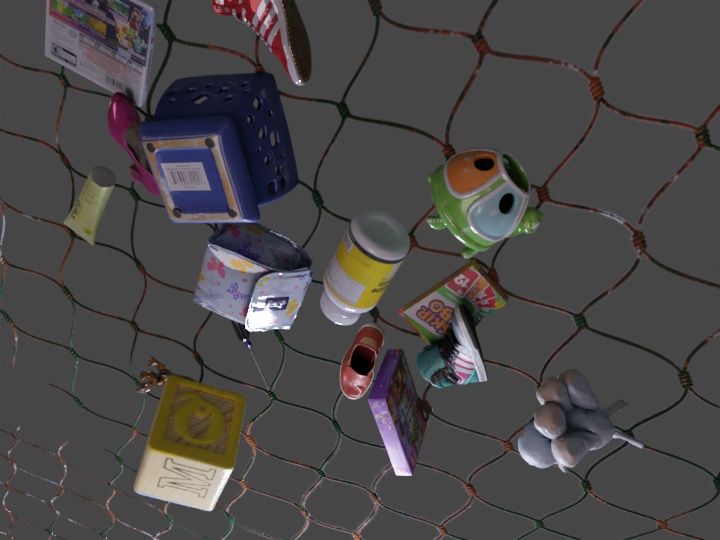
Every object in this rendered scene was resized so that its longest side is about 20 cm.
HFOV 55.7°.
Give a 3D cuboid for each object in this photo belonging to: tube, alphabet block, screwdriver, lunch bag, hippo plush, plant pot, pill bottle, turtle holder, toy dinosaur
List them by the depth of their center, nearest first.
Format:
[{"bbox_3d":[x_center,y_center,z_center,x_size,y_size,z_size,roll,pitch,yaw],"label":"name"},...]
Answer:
[{"bbox_3d":[0.193,-0.098,1.022,0.131,0.142,0.186,-32,107,35],"label":"turtle holder"},{"bbox_3d":[-0.233,-0.188,1.107,0.194,0.181,0.204,2,126,20],"label":"plant pot"},{"bbox_3d":[0.000,0.000,1.188,0.110,0.113,0.202,29,130,-1],"label":"pill bottle"},{"bbox_3d":[0.366,0.279,1.245,0.195,0.163,0.161,-6,157,-25],"label":"hippo plush"},{"bbox_3d":[-0.196,0.015,1.273,0.196,0.129,0.171,24,132,-5],"label":"lunch bag"},{"bbox_3d":[-0.540,-0.126,1.363,0.200,0.051,0.059,-44,61,43],"label":"tube"},{"bbox_3d":[-0.231,0.176,1.467,0.027,0.029,0.203,-6,125,25],"label":"screwdriver"},{"bbox_3d":[-0.386,0.393,1.548,0.192,0.199,0.202,17,133,-15],"label":"alphabet block"},{"bbox_3d":[-0.456,0.249,1.599,0.195,0.062,0.106,-10,147,29],"label":"toy dinosaur"}]

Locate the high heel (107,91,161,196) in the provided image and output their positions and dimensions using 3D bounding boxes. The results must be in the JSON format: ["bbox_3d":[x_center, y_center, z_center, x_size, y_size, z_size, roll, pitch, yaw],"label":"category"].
[{"bbox_3d":[-0.383,-0.218,1.209,0.094,0.068,0.203,22,137,18],"label":"high heel"}]

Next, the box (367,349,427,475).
[{"bbox_3d":[0.077,0.278,1.337,0.038,0.138,0.204,-5,122,24],"label":"box"}]

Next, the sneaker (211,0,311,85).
[{"bbox_3d":[-0.149,-0.367,1.015,0.110,0.071,0.205,-10,112,23],"label":"sneaker"}]

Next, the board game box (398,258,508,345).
[{"bbox_3d":[0.160,0.066,1.226,0.095,0.030,0.199,44,130,-12],"label":"board game box"}]

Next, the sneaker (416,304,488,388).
[{"bbox_3d":[0.154,0.143,1.216,0.118,0.085,0.202,-15,136,9],"label":"sneaker"}]

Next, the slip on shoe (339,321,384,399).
[{"bbox_3d":[-0.002,0.190,1.357,0.072,0.062,0.203,22,130,3],"label":"slip on shoe"}]

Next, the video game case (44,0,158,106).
[{"bbox_3d":[-0.437,-0.400,1.142,0.196,0.023,0.184,28,129,3],"label":"video game case"}]
